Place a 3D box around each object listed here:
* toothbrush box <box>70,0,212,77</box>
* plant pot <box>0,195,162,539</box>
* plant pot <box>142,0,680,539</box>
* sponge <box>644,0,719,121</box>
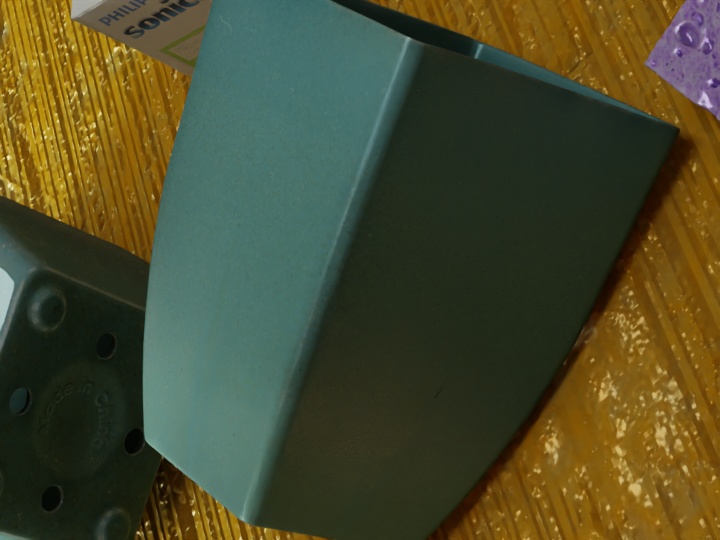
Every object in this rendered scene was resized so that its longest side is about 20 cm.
[{"bbox_3d":[-0.062,-0.219,1.170,0.146,0.086,0.200,-24,54,40],"label":"toothbrush box"},{"bbox_3d":[-0.193,0.049,1.108,0.200,0.196,0.196,13,81,43],"label":"plant pot"},{"bbox_3d":[0.000,0.000,0.949,0.141,0.141,0.200,33,104,51],"label":"plant pot"},{"bbox_3d":[0.198,-0.132,0.871,0.200,0.030,0.112,-57,39,11],"label":"sponge"}]
